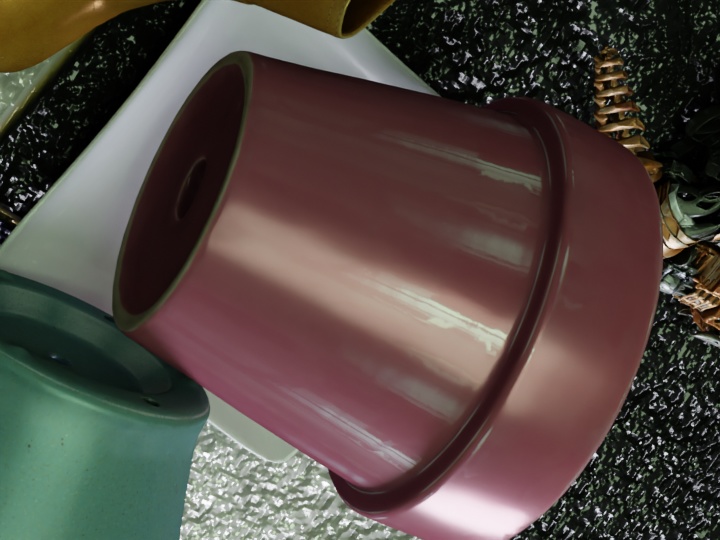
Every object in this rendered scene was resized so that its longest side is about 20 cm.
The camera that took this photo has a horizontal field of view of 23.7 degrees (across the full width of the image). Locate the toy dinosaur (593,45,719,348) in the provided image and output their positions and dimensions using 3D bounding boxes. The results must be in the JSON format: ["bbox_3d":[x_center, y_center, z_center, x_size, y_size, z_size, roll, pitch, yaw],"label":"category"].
[{"bbox_3d":[0.181,-0.037,0.906,0.136,0.102,0.200,-33,145,11],"label":"toy dinosaur"}]

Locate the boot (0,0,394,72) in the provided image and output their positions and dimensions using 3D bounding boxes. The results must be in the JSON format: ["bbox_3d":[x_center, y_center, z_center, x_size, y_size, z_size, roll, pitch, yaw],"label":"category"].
[{"bbox_3d":[-0.061,-0.131,0.709,0.201,0.144,0.071,-48,153,-2],"label":"boot"}]

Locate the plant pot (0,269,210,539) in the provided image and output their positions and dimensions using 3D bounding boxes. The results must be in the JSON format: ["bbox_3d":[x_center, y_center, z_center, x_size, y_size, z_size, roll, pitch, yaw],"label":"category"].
[{"bbox_3d":[-0.164,0.107,0.739,0.200,0.200,0.188,22,100,-31],"label":"plant pot"}]

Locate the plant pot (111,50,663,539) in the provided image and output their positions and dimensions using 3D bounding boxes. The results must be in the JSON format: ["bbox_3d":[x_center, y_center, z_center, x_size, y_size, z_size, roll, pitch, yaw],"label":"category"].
[{"bbox_3d":[0.000,0.000,0.739,0.179,0.200,0.200,23,101,-22],"label":"plant pot"}]

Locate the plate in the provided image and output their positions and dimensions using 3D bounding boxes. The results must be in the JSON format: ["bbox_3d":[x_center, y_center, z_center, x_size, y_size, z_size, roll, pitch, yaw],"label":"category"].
[{"bbox_3d":[-0.047,-0.029,0.832,0.200,0.032,0.200,38,93,-34],"label":"plate"}]
